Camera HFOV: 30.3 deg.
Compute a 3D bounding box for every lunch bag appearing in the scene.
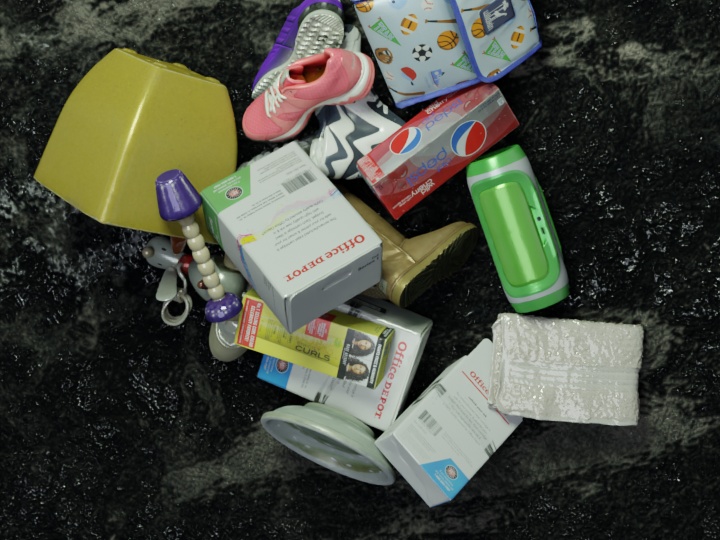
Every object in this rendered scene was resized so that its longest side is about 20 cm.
[{"bbox_3d":[0.107,-0.311,1.613,0.198,0.125,0.171,-15,129,13],"label":"lunch bag"}]

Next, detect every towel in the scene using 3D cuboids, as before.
[{"bbox_3d":[0.264,0.127,1.716,0.197,0.034,0.134,4,91,4],"label":"towel"}]

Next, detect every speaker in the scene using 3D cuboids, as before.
[{"bbox_3d":[0.200,-0.053,1.692,0.088,0.088,0.202,-17,98,18],"label":"speaker"}]

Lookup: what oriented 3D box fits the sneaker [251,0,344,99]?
[{"bbox_3d":[-0.076,-0.294,1.720,0.069,0.100,0.200,19,141,-24],"label":"sneaker"}]

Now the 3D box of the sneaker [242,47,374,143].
[{"bbox_3d":[-0.082,-0.226,1.646,0.199,0.086,0.075,-25,64,30],"label":"sneaker"}]

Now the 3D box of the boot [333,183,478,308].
[{"bbox_3d":[0.031,-0.057,1.733,0.199,0.174,0.067,37,140,26],"label":"boot"}]

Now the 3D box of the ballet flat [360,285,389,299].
[{"bbox_3d":[0.000,0.000,1.742,0.197,0.068,0.047,0,140,-7],"label":"ballet flat"}]

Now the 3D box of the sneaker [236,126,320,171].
[{"bbox_3d":[-0.116,-0.119,1.776,0.199,0.067,0.091,-26,102,19],"label":"sneaker"}]

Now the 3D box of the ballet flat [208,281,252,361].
[{"bbox_3d":[-0.156,0.050,1.824,0.069,0.069,0.201,36,110,5],"label":"ballet flat"}]

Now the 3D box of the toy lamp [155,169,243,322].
[{"bbox_3d":[-0.204,-0.031,1.655,0.058,0.058,0.202,-9,118,17],"label":"toy lamp"}]

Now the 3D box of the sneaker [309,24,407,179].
[{"bbox_3d":[0.011,-0.208,1.718,0.128,0.079,0.202,12,71,-23],"label":"sneaker"}]

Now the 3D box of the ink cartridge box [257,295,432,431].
[{"bbox_3d":[-0.020,0.106,1.789,0.198,0.084,0.147,22,107,10],"label":"ink cartridge box"}]

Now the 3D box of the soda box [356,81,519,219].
[{"bbox_3d":[0.095,-0.158,1.665,0.199,0.064,0.070,-37,131,2],"label":"soda box"}]

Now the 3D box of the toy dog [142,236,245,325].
[{"bbox_3d":[-0.229,0.004,1.781,0.198,0.096,0.134,-5,85,36],"label":"toy dog"}]

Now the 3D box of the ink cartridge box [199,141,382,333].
[{"bbox_3d":[-0.084,-0.042,1.641,0.144,0.084,0.200,-30,59,-19],"label":"ink cartridge box"}]

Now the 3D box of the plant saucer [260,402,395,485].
[{"bbox_3d":[-0.036,0.224,1.792,0.198,0.200,0.051,23,71,9],"label":"plant saucer"}]

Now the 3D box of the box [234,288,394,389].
[{"bbox_3d":[-0.060,0.086,1.724,0.198,0.050,0.076,18,107,12],"label":"box"}]

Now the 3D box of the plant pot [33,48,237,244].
[{"bbox_3d":[-0.271,-0.169,1.712,0.195,0.193,0.202,29,104,46],"label":"plant pot"}]

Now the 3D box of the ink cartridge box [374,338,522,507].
[{"bbox_3d":[0.129,0.198,1.747,0.116,0.200,0.067,48,151,0],"label":"ink cartridge box"}]
